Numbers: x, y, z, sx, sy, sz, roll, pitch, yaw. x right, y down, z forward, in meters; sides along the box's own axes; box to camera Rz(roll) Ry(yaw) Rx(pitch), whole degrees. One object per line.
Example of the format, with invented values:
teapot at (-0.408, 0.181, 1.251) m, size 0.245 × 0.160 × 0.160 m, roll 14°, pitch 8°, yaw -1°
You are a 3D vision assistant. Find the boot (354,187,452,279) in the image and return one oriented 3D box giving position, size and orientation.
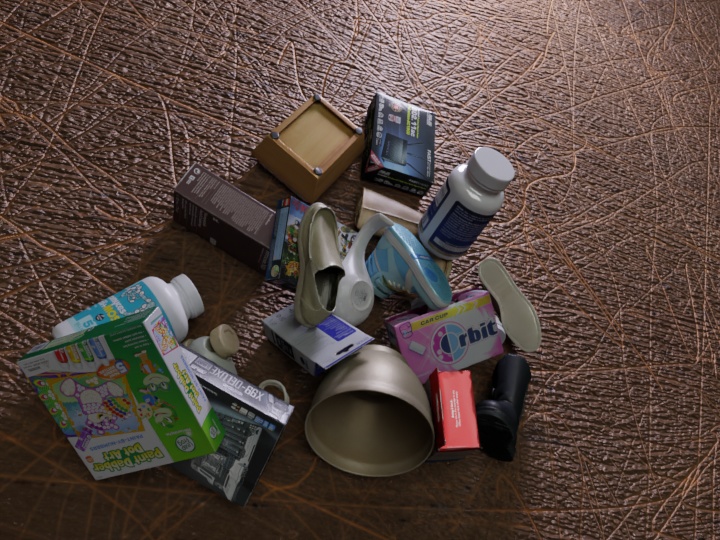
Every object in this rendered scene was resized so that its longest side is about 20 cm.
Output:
boot at (0.081, -0.062, 1.062) m, size 0.196 × 0.067 × 0.178 m, roll 18°, pitch 49°, yaw -14°

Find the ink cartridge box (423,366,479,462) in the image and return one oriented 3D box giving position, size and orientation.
ink cartridge box at (0.140, 0.234, 0.857) m, size 0.065 × 0.201 × 0.119 m, roll -1°, pitch 65°, yaw -3°

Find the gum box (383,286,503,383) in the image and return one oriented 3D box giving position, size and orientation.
gum box at (0.152, 0.114, 0.950) m, size 0.196 × 0.066 × 0.116 m, roll -18°, pitch 99°, yaw -12°

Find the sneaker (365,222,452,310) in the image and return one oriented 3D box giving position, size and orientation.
sneaker at (0.076, 0.024, 0.966) m, size 0.079 × 0.131 × 0.202 m, roll 15°, pitch 33°, yaw -41°

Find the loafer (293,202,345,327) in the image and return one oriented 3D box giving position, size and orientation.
loafer at (-0.058, -0.011, 0.854) m, size 0.075 × 0.067 × 0.205 m, roll 17°, pitch 71°, yaw -48°

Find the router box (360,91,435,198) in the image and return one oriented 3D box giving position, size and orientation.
router box at (0.084, -0.273, 1.159) m, size 0.147 × 0.062 × 0.204 m, roll 14°, pitch 62°, yaw -16°

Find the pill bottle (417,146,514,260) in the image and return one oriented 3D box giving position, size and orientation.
pill bottle at (0.194, -0.122, 0.983) m, size 0.109 × 0.201 × 0.113 m, roll 14°, pitch 49°, yaw -16°

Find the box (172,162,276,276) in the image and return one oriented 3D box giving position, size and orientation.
box at (-0.223, -0.084, 0.928) m, size 0.197 × 0.100 × 0.076 m, roll 30°, pitch 59°, yaw -5°

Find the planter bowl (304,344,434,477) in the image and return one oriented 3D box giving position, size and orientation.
planter bowl at (0.020, 0.208, 0.848) m, size 0.197 × 0.202 × 0.136 m, roll 24°, pitch 35°, yaw -9°

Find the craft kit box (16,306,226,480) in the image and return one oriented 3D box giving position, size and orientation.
craft kit box at (-0.304, 0.165, 0.690) m, size 0.049 × 0.196 × 0.201 m, roll -76°, pitch 147°, yaw -63°

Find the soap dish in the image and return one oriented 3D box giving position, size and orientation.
soap dish at (-0.095, -0.250, 1.067) m, size 0.157 × 0.081 × 0.201 m, roll 39°, pitch 57°, yaw 0°

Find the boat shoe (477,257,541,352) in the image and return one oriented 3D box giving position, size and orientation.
boat shoe at (0.302, 0.069, 1.082) m, size 0.071 × 0.059 × 0.203 m, roll -31°, pitch 74°, yaw 11°

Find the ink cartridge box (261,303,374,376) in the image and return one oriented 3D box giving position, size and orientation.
ink cartridge box at (-0.070, 0.108, 0.859) m, size 0.098 × 0.199 × 0.040 m, roll -26°, pitch 120°, yaw -28°

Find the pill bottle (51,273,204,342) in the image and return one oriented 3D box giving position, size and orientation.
pill bottle at (-0.336, 0.083, 0.797) m, size 0.198 × 0.111 × 0.112 m, roll -33°, pitch 81°, yaw -31°

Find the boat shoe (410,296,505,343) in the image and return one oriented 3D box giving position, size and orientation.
boat shoe at (0.187, 0.086, 1.037) m, size 0.196 × 0.072 × 0.070 m, roll 17°, pitch 33°, yaw -9°

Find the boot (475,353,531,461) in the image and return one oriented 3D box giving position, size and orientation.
boot at (0.247, 0.218, 0.935) m, size 0.075 × 0.201 × 0.171 m, roll 4°, pitch 56°, yaw 27°

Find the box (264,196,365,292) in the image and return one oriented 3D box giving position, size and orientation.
box at (-0.070, -0.023, 0.925) m, size 0.198 × 0.037 × 0.140 m, roll 24°, pitch 65°, yaw -46°

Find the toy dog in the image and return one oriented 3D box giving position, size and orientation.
toy dog at (-0.213, 0.178, 0.798) m, size 0.200 × 0.132 × 0.096 m, roll 45°, pitch 17°, yaw 11°

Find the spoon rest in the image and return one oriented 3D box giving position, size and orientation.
spoon rest at (0.000, 0.000, 0.941) m, size 0.099 × 0.060 × 0.204 m, roll 31°, pitch 72°, yaw -35°

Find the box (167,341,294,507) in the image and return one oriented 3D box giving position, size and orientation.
box at (-0.212, 0.215, 0.749) m, size 0.197 × 0.160 × 0.050 m, roll 29°, pitch 19°, yaw 1°
